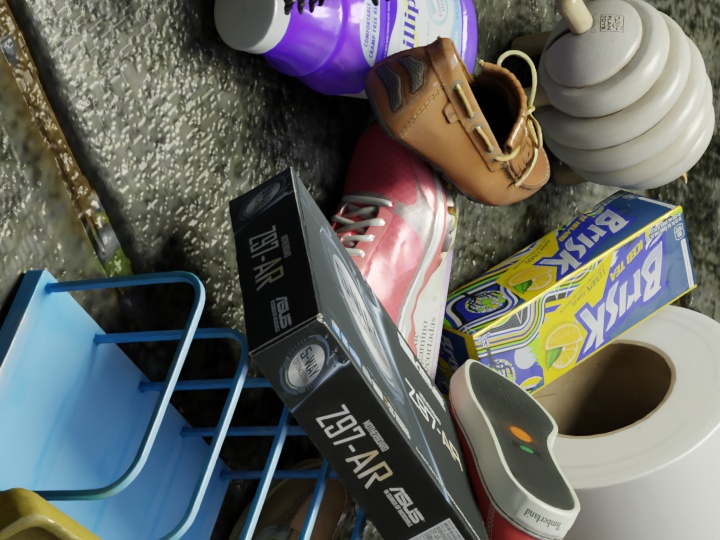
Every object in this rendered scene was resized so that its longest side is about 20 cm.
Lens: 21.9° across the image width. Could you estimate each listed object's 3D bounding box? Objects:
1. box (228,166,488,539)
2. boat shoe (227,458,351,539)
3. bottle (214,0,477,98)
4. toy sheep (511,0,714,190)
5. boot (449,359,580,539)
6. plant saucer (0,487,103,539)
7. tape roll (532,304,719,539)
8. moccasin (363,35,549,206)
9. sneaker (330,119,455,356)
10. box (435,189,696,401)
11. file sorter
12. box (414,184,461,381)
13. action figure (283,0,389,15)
[{"bbox_3d":[0.000,0.063,1.029,0.201,0.043,0.161,57,10,-29],"label":"box"},{"bbox_3d":[-0.052,0.197,1.102,0.200,0.066,0.074,-56,135,-33],"label":"boat shoe"},{"bbox_3d":[-0.006,-0.147,1.124,0.199,0.065,0.084,1,93,-53],"label":"bottle"},{"bbox_3d":[0.179,-0.126,1.313,0.200,0.137,0.139,44,60,-47],"label":"toy sheep"},{"bbox_3d":[0.062,0.150,1.149,0.072,0.200,0.145,26,110,-13],"label":"boot"},{"bbox_3d":[-0.172,0.178,0.875,0.200,0.199,0.049,47,22,-45],"label":"plant saucer"},{"bbox_3d":[0.183,0.136,1.299,0.203,0.202,0.140,-48,130,-39],"label":"tape roll"},{"bbox_3d":[0.075,-0.095,1.147,0.201,0.077,0.074,34,32,-56],"label":"moccasin"},{"bbox_3d":[0.000,0.000,1.145,0.087,0.073,0.202,14,82,-51],"label":"sneaker"},{"bbox_3d":[0.140,0.020,1.294,0.199,0.064,0.070,-31,119,-27],"label":"box"},{"bbox_3d":[-0.098,0.112,0.969,0.200,0.122,0.139,54,44,-42],"label":"file sorter"},{"bbox_3d":[0.033,-0.003,1.215,0.039,0.041,0.202,14,83,-52],"label":"box"},{"bbox_3d":[-0.053,-0.230,1.024,0.118,0.102,0.201,-19,69,-23],"label":"action figure"}]
